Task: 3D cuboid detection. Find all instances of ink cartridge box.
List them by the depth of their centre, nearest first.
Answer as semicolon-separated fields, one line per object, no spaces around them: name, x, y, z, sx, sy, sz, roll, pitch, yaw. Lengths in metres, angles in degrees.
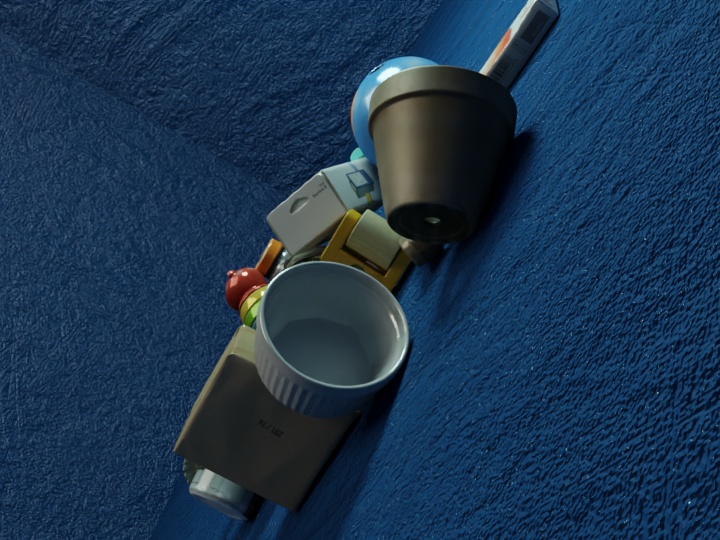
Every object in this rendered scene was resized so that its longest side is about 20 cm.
ink cartridge box;0.253;-0.387;1.465;0.162;0.050;0.200;-56;13;30
ink cartridge box;-0.045;-0.113;1.547;0.145;0.088;0.200;-37;-7;30

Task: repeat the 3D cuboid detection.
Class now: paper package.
paper package;-0.130;0.208;1.269;0.191;0.199;0.104;-59;8;18

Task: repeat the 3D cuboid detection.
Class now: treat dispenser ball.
treat dispenser ball;0.083;-0.261;1.537;0.201;0.200;0.201;-58;9;15

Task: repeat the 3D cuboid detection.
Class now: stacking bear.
stacking bear;-0.170;0.075;1.604;0.114;0.200;0.121;-53;-31;17

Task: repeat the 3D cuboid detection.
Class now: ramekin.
ramekin;-0.046;0.097;1.175;0.105;0.199;0.201;115;177;-46

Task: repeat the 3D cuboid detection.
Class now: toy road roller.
toy road roller;0.000;0.000;1.469;0.201;0.123;0.146;-59;-3;14

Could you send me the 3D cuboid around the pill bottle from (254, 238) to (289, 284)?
pill bottle;-0.097;0.018;1.688;0.107;0.199;0.106;-59;8;14

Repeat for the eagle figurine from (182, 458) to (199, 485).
eagle figurine;-0.232;0.335;1.731;0.152;0.151;0.200;-46;2;21

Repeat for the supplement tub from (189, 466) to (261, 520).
supplement tub;-0.207;0.327;1.595;0.201;0.122;0.123;-65;10;-24

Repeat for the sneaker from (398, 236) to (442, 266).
sneaker;0.098;-0.064;1.333;0.075;0.070;0.200;-39;17;12

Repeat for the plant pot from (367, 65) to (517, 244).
plant pot;0.101;-0.137;1.171;0.200;0.199;0.174;134;146;-60

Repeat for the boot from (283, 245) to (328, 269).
boot;-0.020;0.024;1.602;0.154;0.203;0.074;63;150;26

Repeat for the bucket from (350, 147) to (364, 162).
bucket;0.067;-0.225;1.737;0.208;0.134;0.207;-58;10;16
